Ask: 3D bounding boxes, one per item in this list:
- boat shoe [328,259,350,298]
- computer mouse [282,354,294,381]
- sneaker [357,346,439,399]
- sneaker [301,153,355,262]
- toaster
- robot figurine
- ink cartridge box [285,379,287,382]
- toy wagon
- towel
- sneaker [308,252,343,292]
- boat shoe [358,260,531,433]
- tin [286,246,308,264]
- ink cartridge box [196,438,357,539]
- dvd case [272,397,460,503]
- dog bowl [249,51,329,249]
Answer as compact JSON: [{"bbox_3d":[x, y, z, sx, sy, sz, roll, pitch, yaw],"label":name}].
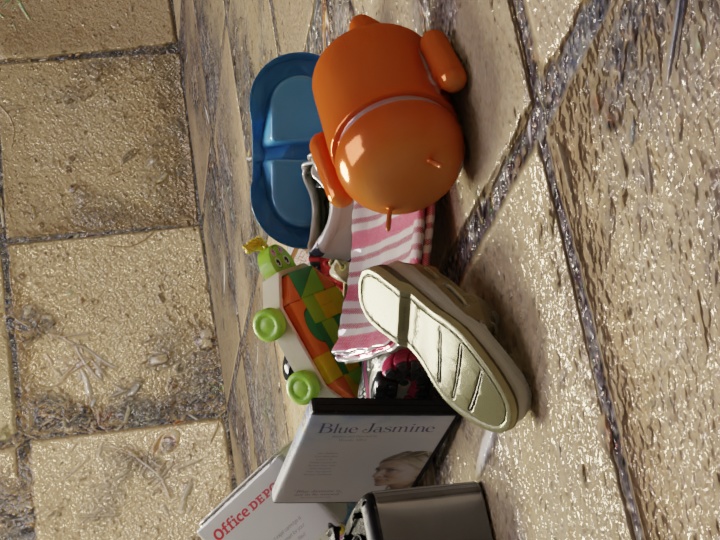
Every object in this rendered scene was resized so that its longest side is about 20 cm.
[{"bbox_3d":[0.000,0.000,1.500,0.074,0.065,0.203,-143,49,-75],"label":"boat shoe"},{"bbox_3d":[-0.029,0.077,1.554,0.200,0.034,0.059,-39,-43,-58],"label":"computer mouse"},{"bbox_3d":[0.033,0.129,1.372,0.201,0.079,0.075,102,159,-45],"label":"sneaker"},{"bbox_3d":[-0.021,-0.109,1.405,0.073,0.070,0.203,-6,84,64],"label":"sneaker"},{"bbox_3d":[0.049,0.291,1.267,0.181,0.117,0.202,108,153,-62],"label":"toaster"},{"bbox_3d":[0.023,-0.129,1.207,0.117,0.142,0.201,73,180,-49],"label":"robot figurine"},{"bbox_3d":[-0.043,0.027,1.735,0.162,0.050,0.202,-101,32,-72],"label":"ink cartridge box"},{"bbox_3d":[-0.053,0.050,1.415,0.202,0.039,0.155,61,-156,4],"label":"toy wagon"},{"bbox_3d":[0.024,-0.022,1.293,0.146,0.030,0.203,-27,54,61],"label":"towel"},{"bbox_3d":[-0.014,-0.069,1.574,0.096,0.078,0.203,-77,-9,-71],"label":"sneaker"},{"bbox_3d":[0.079,0.050,1.132,0.200,0.068,0.075,45,139,40],"label":"boat shoe"},{"bbox_3d":[-0.057,-0.056,1.705,0.200,0.041,0.113,120,160,-58],"label":"tin"},{"bbox_3d":[-0.052,0.291,1.472,0.200,0.145,0.087,48,-155,2],"label":"ink cartridge box"},{"bbox_3d":[0.002,0.173,1.334,0.201,0.141,0.018,113,155,-54],"label":"dvd case"},{"bbox_3d":[-0.064,-0.121,1.462,0.050,0.110,0.203,161,109,-76],"label":"dog bowl"}]
